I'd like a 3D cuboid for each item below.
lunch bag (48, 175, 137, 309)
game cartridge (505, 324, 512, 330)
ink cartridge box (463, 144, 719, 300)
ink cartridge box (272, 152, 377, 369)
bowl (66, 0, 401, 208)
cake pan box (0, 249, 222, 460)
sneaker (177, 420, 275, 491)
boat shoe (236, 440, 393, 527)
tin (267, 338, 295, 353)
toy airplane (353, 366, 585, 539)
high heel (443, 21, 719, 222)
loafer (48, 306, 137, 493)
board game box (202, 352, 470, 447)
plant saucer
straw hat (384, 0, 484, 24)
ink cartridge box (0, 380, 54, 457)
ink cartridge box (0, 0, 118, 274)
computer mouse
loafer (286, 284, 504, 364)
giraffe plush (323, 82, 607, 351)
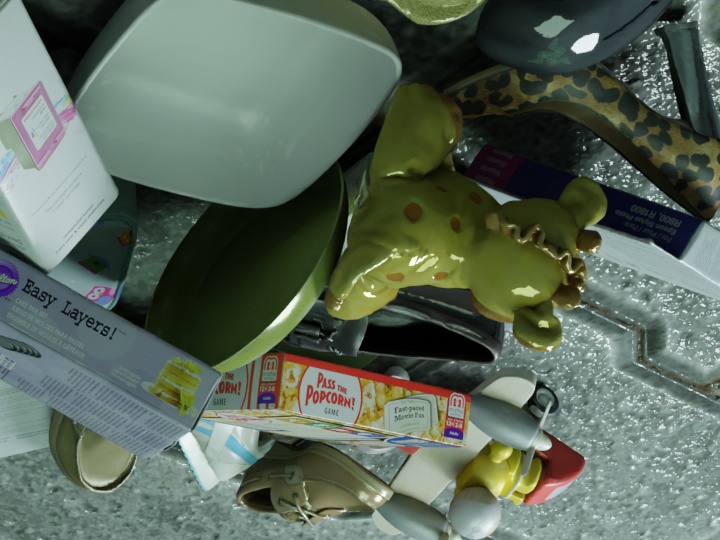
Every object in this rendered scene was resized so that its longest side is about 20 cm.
[{"bbox_3d":[-0.268,-0.028,1.668,0.200,0.077,0.160,3,149,-13],"label":"lunch bag"},{"bbox_3d":[0.051,0.000,1.808,0.133,0.041,0.200,-11,145,10],"label":"game cartridge"},{"bbox_3d":[0.181,-0.037,1.648,0.196,0.043,0.200,22,176,35],"label":"ink cartridge box"},{"bbox_3d":[0.000,0.000,1.729,0.145,0.048,0.200,22,139,-34],"label":"ink cartridge box"},{"bbox_3d":[-0.093,-0.136,1.551,0.199,0.075,0.200,15,138,-29],"label":"bowl"},{"bbox_3d":[-0.202,0.062,1.581,0.184,0.052,0.200,31,163,-6],"label":"cake pan box"},{"bbox_3d":[-0.130,0.101,1.894,0.081,0.077,0.200,-28,143,-6],"label":"sneaker"},{"bbox_3d":[-0.041,0.190,1.949,0.071,0.065,0.200,39,161,-22],"label":"boat shoe"},{"bbox_3d":[-0.068,0.037,1.836,0.112,0.042,0.200,-23,143,13],"label":"tin"},{"bbox_3d":[0.082,0.162,1.951,0.199,0.141,0.200,-15,145,11],"label":"toy airplane"},{"bbox_3d":[0.159,-0.088,1.608,0.200,0.143,0.071,-12,-178,0],"label":"high heel"},{"bbox_3d":[-0.208,0.117,1.850,0.076,0.067,0.200,-30,143,-28],"label":"loafer"},{"bbox_3d":[-0.036,0.105,1.803,0.200,0.046,0.151,15,167,-42],"label":"board game box"},{"bbox_3d":[-0.076,0.000,1.637,0.200,0.200,0.031,-32,123,31],"label":"plant saucer"},{"bbox_3d":[0.043,-0.207,1.466,0.201,0.085,0.201,-5,146,-4],"label":"straw hat"},{"bbox_3d":[-0.340,0.094,1.858,0.199,0.041,0.200,-13,145,4],"label":"ink cartridge box"},{"bbox_3d":[-0.262,-0.108,1.476,0.144,0.085,0.200,23,151,32],"label":"ink cartridge box"},{"bbox_3d":[0.172,-0.185,1.496,0.200,0.053,0.139,-28,149,-7],"label":"computer mouse"},{"bbox_3d":[0.011,0.036,1.687,0.200,0.063,0.072,1,144,-9],"label":"loafer"},{"bbox_3d":[0.076,-0.023,1.524,0.162,0.173,0.200,19,-175,1],"label":"giraffe plush"}]
